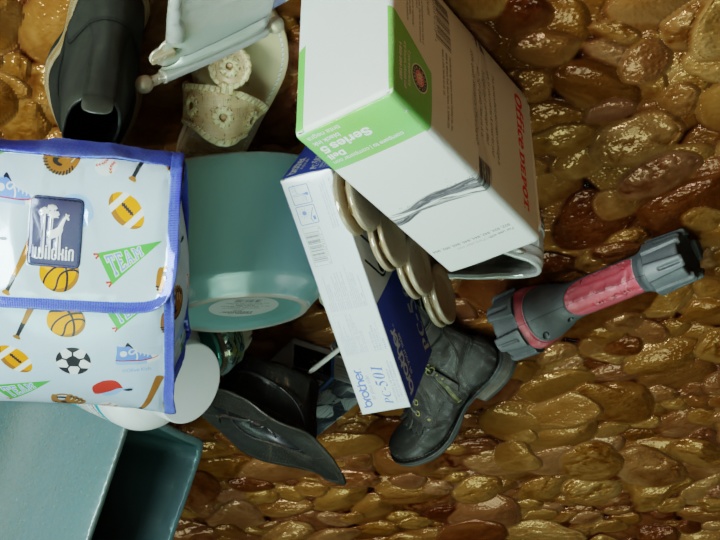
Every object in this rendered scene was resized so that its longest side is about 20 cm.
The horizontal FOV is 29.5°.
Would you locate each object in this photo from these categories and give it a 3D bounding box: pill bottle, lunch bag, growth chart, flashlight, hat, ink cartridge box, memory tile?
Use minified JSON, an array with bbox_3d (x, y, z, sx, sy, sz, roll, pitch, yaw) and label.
[{"bbox_3d":[-0.214,0.073,1.197,0.199,0.111,0.111,15,160,40],"label":"pill bottle"},{"bbox_3d":[-0.204,-0.001,0.954,0.169,0.124,0.201,4,128,-5],"label":"lunch bag"},{"bbox_3d":[-0.077,-0.208,0.907,0.144,0.018,0.201,-27,156,-31],"label":"growth chart"},{"bbox_3d":[0.214,0.021,1.259,0.199,0.068,0.068,-24,136,33],"label":"flashlight"},{"bbox_3d":[-0.086,0.129,1.333,0.199,0.081,0.201,23,160,9],"label":"hat"},{"bbox_3d":[0.000,0.000,1.055,0.044,0.094,0.201,-11,111,19],"label":"ink cartridge box"},{"bbox_3d":[0.045,-0.113,0.992,0.084,0.146,0.200,-21,140,28],"label":"ink cartridge box"},{"bbox_3d":[-0.078,0.144,1.461,0.099,0.039,0.200,18,142,-25],"label":"ink cartridge box"},{"bbox_3d":[0.028,-0.056,1.062,0.017,0.154,0.200,-15,145,20],"label":"memory tile"}]

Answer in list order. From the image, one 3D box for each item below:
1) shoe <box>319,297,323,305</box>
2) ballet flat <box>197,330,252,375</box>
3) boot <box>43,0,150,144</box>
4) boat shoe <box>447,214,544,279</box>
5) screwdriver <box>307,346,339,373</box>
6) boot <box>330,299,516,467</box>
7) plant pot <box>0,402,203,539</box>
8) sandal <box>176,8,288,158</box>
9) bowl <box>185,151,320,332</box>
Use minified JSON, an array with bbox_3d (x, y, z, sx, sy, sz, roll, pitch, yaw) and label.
[{"bbox_3d":[-0.010,0.023,1.213,0.069,0.054,0.200,22,169,-6],"label":"shoe"},{"bbox_3d":[-0.138,0.058,1.267,0.074,0.075,0.200,18,171,-25],"label":"ballet flat"},{"bbox_3d":[-0.201,-0.111,1.000,0.077,0.139,0.200,6,145,-8],"label":"boot"},{"bbox_3d":[0.063,-0.022,1.196,0.198,0.066,0.074,-3,146,5],"label":"boat shoe"},{"bbox_3d":[0.023,0.042,1.273,0.200,0.029,0.028,-41,119,16],"label":"screwdriver"},{"bbox_3d":[0.041,0.102,1.370,0.173,0.069,0.200,24,119,-31],"label":"boot"},{"bbox_3d":[-0.314,0.231,1.430,0.199,0.198,0.196,13,167,19],"label":"plant pot"},{"bbox_3d":[-0.104,-0.116,1.054,0.077,0.070,0.212,9,144,-13],"label":"sandal"},{"bbox_3d":[-0.104,-0.014,1.120,0.199,0.106,0.201,-6,164,-2],"label":"bowl"}]
